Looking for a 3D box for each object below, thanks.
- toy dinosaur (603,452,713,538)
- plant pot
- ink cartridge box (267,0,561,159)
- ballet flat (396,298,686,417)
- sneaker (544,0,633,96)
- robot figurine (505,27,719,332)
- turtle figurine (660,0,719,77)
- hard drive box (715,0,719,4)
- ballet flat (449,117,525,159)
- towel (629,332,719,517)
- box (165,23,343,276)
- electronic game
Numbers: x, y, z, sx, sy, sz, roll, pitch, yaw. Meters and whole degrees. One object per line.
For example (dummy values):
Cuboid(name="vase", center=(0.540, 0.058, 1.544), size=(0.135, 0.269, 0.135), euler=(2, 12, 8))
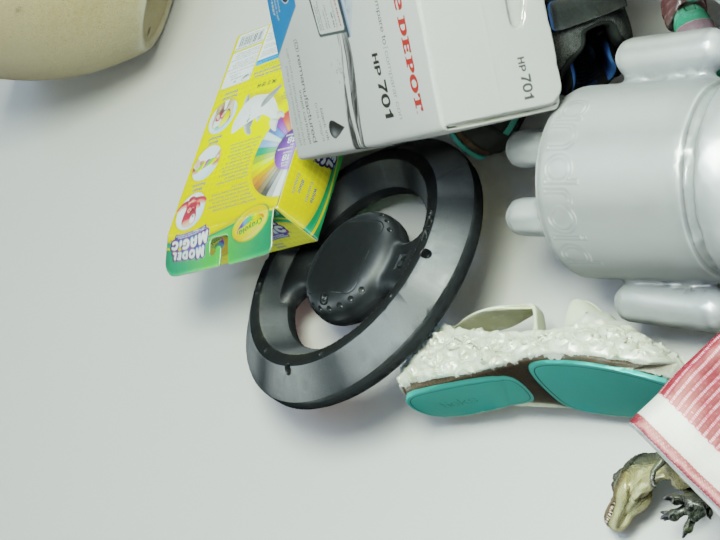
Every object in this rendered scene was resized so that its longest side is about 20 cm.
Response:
Cuboid(name="toy dinosaur", center=(0.206, 0.104, 1.002), size=(0.199, 0.048, 0.088), euler=(-24, 20, 26))
Cuboid(name="plant pot", center=(-0.214, -0.231, 1.431), size=(0.134, 0.200, 0.201), euler=(15, 76, 5))
Cuboid(name="ink cartridge box", center=(0.024, -0.152, 1.134), size=(0.200, 0.085, 0.147), euler=(-4, 98, 65))
Cuboid(name="ballet flat", center=(0.107, 0.047, 1.107), size=(0.199, 0.072, 0.072), euler=(-4, 66, 35))
Cuboid(name="sneaker", center=(0.116, -0.156, 1.161), size=(0.073, 0.200, 0.113), euler=(-18, 88, -2))
Cuboid(name="robot figurine", center=(0.179, -0.051, 1.068), size=(0.199, 0.113, 0.171), euler=(0, 96, 38))
Cuboid(name="turtle figurine", center=(0.196, -0.209, 1.148), size=(0.149, 0.101, 0.201), euler=(-37, 58, 22))
Cuboid(name="hard drive box", center=(0.237, -0.220, 1.023), size=(0.200, 0.077, 0.156), euler=(41, 72, 10))
Cuboid(name="ballet flat", center=(0.056, -0.159, 1.249), size=(0.068, 0.068, 0.200), euler=(-48, 57, 21))
Cuboid(name="towel", center=(0.256, 0.058, 0.958), size=(0.200, 0.023, 0.144), euler=(-41, 63, -7))
Cuboid(name="box", center=(-0.061, -0.083, 1.283), size=(0.117, 0.048, 0.201), euler=(-12, 50, 45))
Cuboid(name="electronic game", center=(0.000, 0.000, 1.211), size=(0.200, 0.042, 0.201), euler=(-33, 37, 29))
